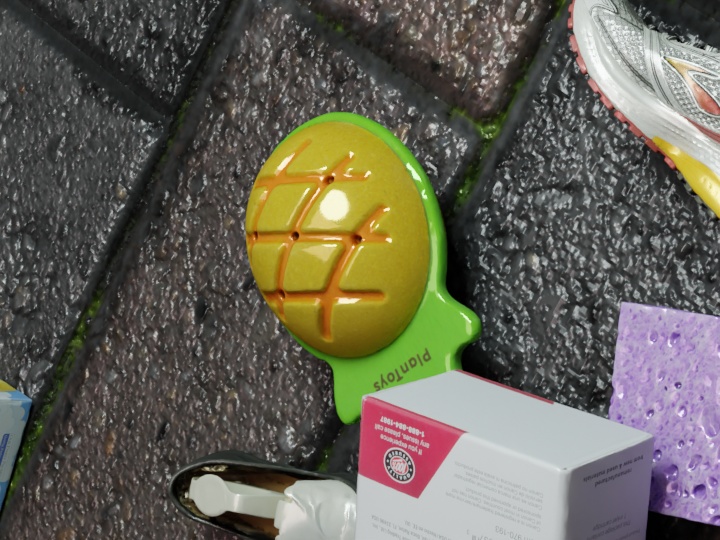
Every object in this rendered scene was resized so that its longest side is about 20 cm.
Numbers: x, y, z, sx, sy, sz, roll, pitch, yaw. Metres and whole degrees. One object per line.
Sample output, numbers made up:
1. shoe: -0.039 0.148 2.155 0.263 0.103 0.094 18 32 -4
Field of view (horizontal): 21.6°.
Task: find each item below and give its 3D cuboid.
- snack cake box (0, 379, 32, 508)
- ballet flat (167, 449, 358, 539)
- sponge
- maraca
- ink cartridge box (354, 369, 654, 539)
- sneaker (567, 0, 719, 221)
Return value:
1. snack cake box: -0.346 0.114 1.436 0.200 0.067 0.115 25 103 40
2. ballet flat: -0.044 0.154 1.173 0.200 0.068 0.068 5 87 40
3. sponge: 0.217 0.084 0.986 0.200 0.030 0.112 9 90 40
4. maraca: 0.000 0.000 1.132 0.137 0.107 0.200 -38 67 33
5. ink cartridge box: 0.073 0.173 1.034 0.145 0.083 0.200 17 111 41
6. sneaker: 0.191 -0.092 1.011 0.200 0.078 0.082 48 111 23
